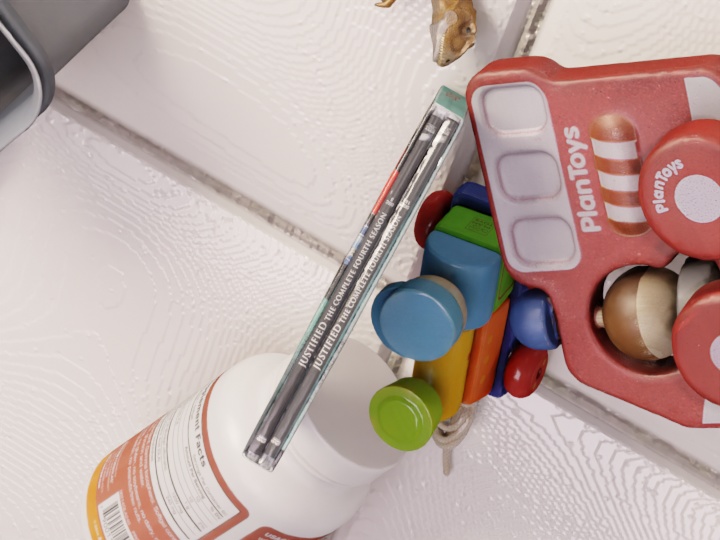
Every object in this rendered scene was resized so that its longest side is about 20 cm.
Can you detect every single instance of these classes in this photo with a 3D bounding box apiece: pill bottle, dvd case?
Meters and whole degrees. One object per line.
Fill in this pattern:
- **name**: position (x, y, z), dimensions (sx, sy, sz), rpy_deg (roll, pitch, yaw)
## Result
- **pill bottle**: position (-0.065, 0.117, 1.485), dimensions (0.200, 0.112, 0.112), rpy_deg (-35, 96, 39)
- **dvd case**: position (0.000, 0.000, 1.310), dimensions (0.022, 0.146, 0.201), rpy_deg (30, 98, -1)

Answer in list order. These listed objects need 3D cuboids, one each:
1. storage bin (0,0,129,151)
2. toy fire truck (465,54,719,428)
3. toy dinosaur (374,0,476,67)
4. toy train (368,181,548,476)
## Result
- **storage bin**: position (-0.221, -0.174, 1.395), dimensions (0.145, 0.134, 0.200), rpy_deg (-33, 98, 39)
- **toy fire truck**: position (0.147, -0.016, 1.280), dimensions (0.167, 0.112, 0.201), rpy_deg (-2, 115, 28)
- **toy dinosaur**: position (0.016, -0.203, 1.302), dimensions (0.106, 0.061, 0.201), rpy_deg (-8, 120, 7)
- **toy train**: position (0.043, 0.063, 1.387), dimensions (0.084, 0.116, 0.201), rpy_deg (22, 125, 18)
